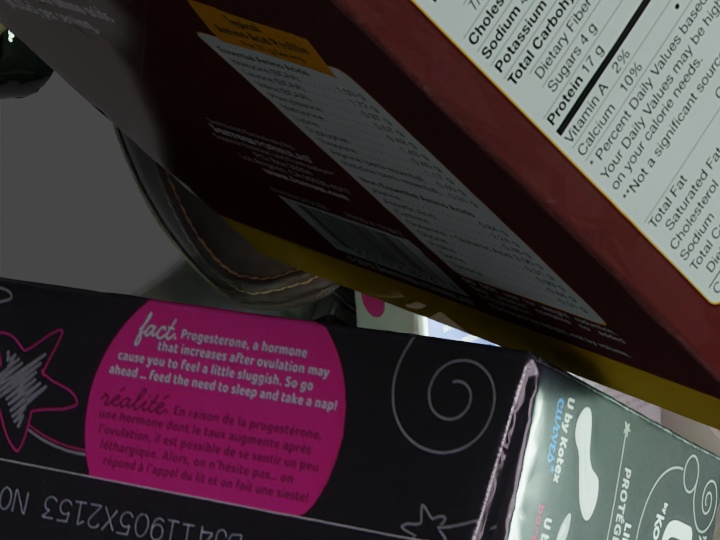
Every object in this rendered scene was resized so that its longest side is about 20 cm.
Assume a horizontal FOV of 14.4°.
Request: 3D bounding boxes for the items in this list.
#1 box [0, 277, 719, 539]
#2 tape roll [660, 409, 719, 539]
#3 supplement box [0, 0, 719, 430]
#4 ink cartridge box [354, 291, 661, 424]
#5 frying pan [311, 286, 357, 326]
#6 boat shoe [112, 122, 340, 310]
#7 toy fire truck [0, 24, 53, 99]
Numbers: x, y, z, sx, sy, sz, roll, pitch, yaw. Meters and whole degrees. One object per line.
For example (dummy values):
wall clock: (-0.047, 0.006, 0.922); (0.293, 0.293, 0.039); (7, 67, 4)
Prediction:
box: (-0.034, 0.081, 0.662); (0.115, 0.199, 0.133); (26, 74, -57)
tape roll: (0.173, -0.006, 0.882); (0.139, 0.202, 0.203); (-30, 94, -40)
supplement box: (0.006, -0.091, 0.591); (0.200, 0.197, 0.133); (42, 77, -36)
ink cartridge box: (0.046, 0.035, 0.844); (0.094, 0.037, 0.201); (-19, 115, -36)
frying pan: (0.014, 0.001, 0.884); (0.114, 0.031, 0.191); (8, 82, -34)
boat shoe: (-0.053, -0.085, 0.824); (0.074, 0.073, 0.201); (-20, 78, 7)
toy fire truck: (-0.116, -0.163, 0.767); (0.128, 0.176, 0.201); (-10, 69, -47)
